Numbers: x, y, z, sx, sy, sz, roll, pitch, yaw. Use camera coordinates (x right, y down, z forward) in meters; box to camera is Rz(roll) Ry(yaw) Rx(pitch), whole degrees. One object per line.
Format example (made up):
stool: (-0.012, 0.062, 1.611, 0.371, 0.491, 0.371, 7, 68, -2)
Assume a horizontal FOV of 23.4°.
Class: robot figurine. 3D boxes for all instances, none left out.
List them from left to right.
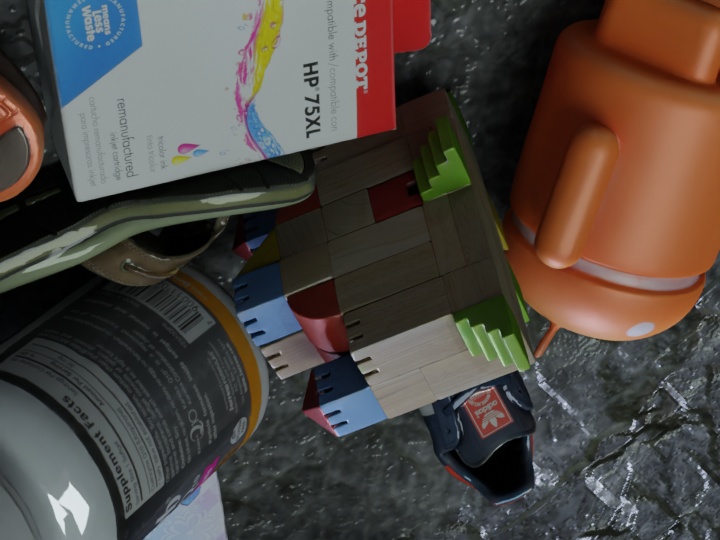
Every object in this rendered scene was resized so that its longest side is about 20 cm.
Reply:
robot figurine: (0.140, -0.051, 0.898, 0.116, 0.144, 0.201, 11, 113, -11)

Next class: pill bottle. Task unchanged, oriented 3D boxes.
pill bottle: (-0.139, 0.083, 0.824, 0.200, 0.116, 0.117, -41, 150, -49)

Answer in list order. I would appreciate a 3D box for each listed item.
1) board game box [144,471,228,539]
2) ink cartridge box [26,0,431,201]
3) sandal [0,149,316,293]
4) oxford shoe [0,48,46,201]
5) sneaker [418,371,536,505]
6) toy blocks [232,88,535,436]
board game box: (-0.174, 0.171, 0.988, 0.197, 0.043, 0.201, -14, 130, -13)
ink cartridge box: (-0.049, -0.117, 0.802, 0.198, 0.067, 0.117, -14, 130, -14)
sandal: (-0.117, -0.023, 0.843, 0.199, 0.080, 0.058, -18, 127, 2)
oxford shoe: (-0.217, -0.111, 0.739, 0.071, 0.073, 0.200, -38, 113, 15)
sneaker: (0.058, 0.055, 0.973, 0.075, 0.085, 0.201, -29, 132, 0)
toy blocks: (0.000, 0.000, 0.846, 0.136, 0.201, 0.100, -22, 133, 9)
